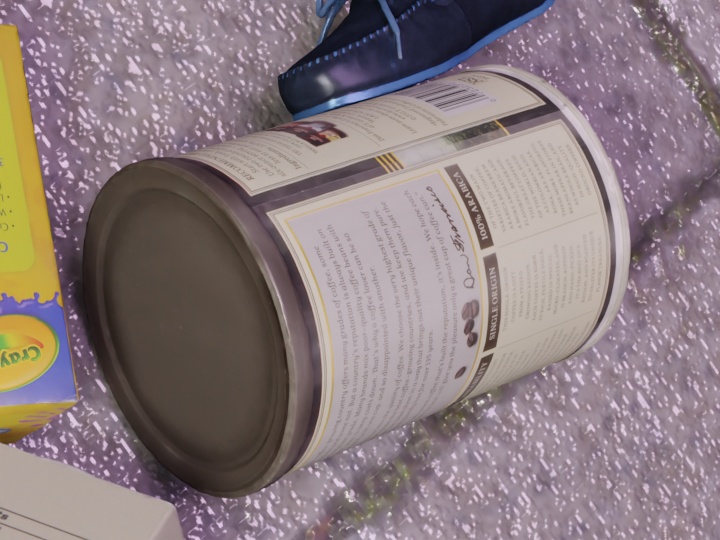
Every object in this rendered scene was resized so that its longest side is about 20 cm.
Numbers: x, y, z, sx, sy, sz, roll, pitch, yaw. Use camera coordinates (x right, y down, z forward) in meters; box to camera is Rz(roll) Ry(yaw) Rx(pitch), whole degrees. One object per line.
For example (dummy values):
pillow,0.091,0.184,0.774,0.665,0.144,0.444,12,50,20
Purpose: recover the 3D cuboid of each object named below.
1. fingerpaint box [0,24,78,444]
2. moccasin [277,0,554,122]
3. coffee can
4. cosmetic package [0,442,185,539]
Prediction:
fingerpaint box,-0.228,-0.011,0.885,0.200,0.073,0.167,-3,74,-33
moccasin,0.019,-0.129,1.102,0.200,0.080,0.068,-36,109,-50
coffee can,0.000,0.000,0.990,0.200,0.146,0.147,-19,84,-37
cosmetic package,-0.154,0.167,0.843,0.105,0.071,0.200,18,53,22
